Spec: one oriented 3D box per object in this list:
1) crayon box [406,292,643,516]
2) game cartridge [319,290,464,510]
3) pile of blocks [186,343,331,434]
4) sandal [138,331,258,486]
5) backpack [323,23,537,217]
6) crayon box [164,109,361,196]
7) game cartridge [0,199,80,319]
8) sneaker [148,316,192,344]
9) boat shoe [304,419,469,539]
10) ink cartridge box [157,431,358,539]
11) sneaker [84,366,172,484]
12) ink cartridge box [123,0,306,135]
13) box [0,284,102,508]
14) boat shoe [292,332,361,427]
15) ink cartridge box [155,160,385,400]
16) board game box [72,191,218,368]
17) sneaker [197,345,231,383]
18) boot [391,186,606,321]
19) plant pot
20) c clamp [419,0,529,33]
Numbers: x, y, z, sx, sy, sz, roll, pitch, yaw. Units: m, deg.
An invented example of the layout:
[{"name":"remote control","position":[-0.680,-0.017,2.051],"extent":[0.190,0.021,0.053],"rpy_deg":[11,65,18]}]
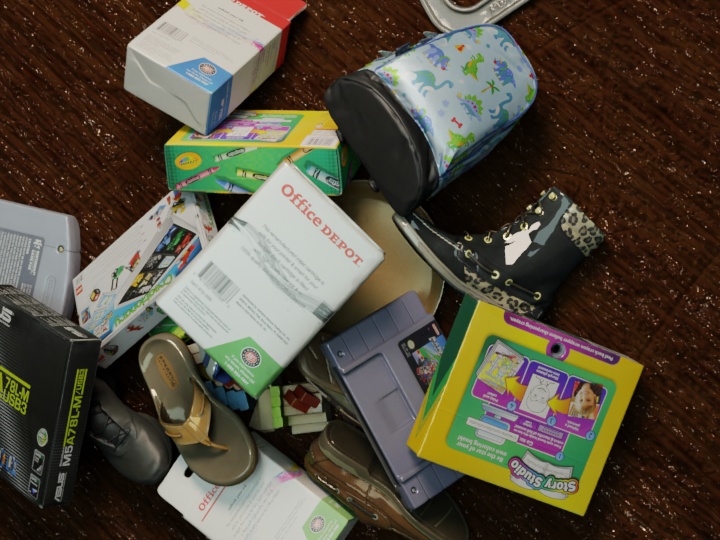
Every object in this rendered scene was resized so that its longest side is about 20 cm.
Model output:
[{"name":"crayon box","position":[0.172,0.141,1.431],"extent":[0.198,0.058,0.174],"rpy_deg":[21,93,-13]},{"name":"game cartridge","position":[0.056,0.136,1.464],"extent":[0.129,0.038,0.201],"rpy_deg":[-30,93,-20]},{"name":"pile of blocks","position":[-0.127,0.137,1.541],"extent":[0.198,0.062,0.083],"rpy_deg":[18,92,14]},{"name":"sandal","position":[-0.189,0.152,1.495],"extent":[0.080,0.054,0.201],"rpy_deg":[-39,72,10]},{"name":"backpack","position":[0.090,-0.176,1.445],"extent":[0.154,0.199,0.164],"rpy_deg":[-40,79,46]},{"name":"crayon box","position":[-0.103,-0.132,1.513],"extent":[0.198,0.119,0.059],"rpy_deg":[2,115,14]},{"name":"game cartridge","position":[-0.404,0.024,1.628],"extent":[0.132,0.042,0.202],"rpy_deg":[13,91,10]},{"name":"sneaker","position":[-0.174,0.005,1.552],"extent":[0.200,0.074,0.084],"rpy_deg":[-42,83,9]},{"name":"boat shoe","position":[0.028,0.247,1.502],"extent":[0.200,0.072,0.068],"rpy_deg":[39,124,6]},{"name":"ink cartridge box","position":[-0.115,0.261,1.529],"extent":[0.199,0.067,0.118],"rpy_deg":[37,95,13]},{"name":"sneaker","position":[-0.294,0.169,1.550],"extent":[0.200,0.091,0.076],"rpy_deg":[41,95,25]},{"name":"ink cartridge box","position":[-0.159,-0.252,1.532],"extent":[0.116,0.068,0.200],"rpy_deg":[30,50,13]},{"name":"box","position":[-0.375,0.136,1.531],"extent":[0.199,0.047,0.195],"rpy_deg":[25,109,42]},{"name":"boat shoe","position":[0.009,0.139,1.503],"extent":[0.199,0.072,0.073],"rpy_deg":[32,70,-11]},{"name":"ink cartridge box","position":[-0.089,0.008,1.411],"extent":[0.147,0.083,0.200],"rpy_deg":[44,92,0]},{"name":"board game box","position":[-0.242,0.002,1.541],"extent":[0.200,0.035,0.127],"rpy_deg":[-39,46,20]},{"name":"sneaker","position":[-0.086,0.060,1.490],"extent":[0.199,0.075,0.089],"rpy_deg":[-26,56,18]},{"name":"boot","position":[0.148,-0.040,1.460],"extent":[0.203,0.074,0.154],"rpy_deg":[41,95,-12]},{"name":"plant pot","position":[0.000,0.000,1.535],"extent":[0.198,0.027,0.202],"rpy_deg":[0,88,14]},{"name":"c clamp","position":[0.122,-0.354,1.520],"extent":[0.199,0.027,0.172],"rpy_deg":[-26,82,12]}]
